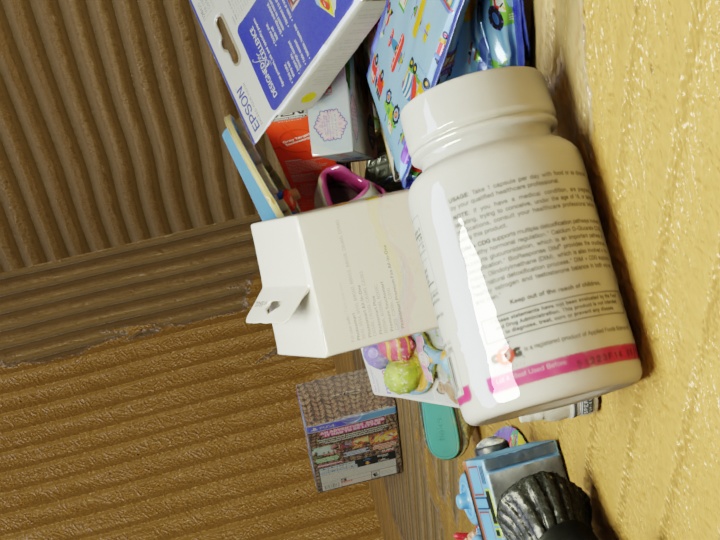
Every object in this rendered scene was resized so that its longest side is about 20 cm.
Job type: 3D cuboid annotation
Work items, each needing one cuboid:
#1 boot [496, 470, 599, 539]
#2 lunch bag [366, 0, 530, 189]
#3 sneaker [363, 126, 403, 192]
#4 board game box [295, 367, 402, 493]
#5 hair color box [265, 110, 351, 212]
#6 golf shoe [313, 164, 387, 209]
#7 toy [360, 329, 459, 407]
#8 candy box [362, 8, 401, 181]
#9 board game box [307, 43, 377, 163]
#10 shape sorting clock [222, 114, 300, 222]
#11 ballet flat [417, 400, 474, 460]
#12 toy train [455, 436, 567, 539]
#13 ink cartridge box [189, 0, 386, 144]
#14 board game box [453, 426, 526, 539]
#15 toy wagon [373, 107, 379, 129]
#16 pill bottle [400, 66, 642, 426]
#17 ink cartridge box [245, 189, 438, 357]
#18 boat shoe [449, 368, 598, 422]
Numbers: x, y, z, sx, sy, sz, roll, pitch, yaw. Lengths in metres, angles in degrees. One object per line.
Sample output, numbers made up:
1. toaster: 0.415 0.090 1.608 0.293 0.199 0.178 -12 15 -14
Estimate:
1. boot: 0.150 0.200 0.951 0.212 0.079 0.158 84 171 -54
2. lunch bag: 0.064 -0.183 0.961 0.151 0.094 0.201 -106 15 -49
3. sneaker: 0.039 -0.079 1.483 0.087 0.074 0.201 -101 3 -51
4. board game box: -0.018 0.279 2.415 0.201 0.159 0.097 84 171 -46
5. hair color box: -0.055 -0.154 1.409 0.200 0.061 0.102 67 -161 -60
6. golf shoe: 0.025 -0.032 1.366 0.200 0.075 0.092 35 154 25
7. toy: 0.046 0.090 1.429 0.200 0.047 0.116 0 107 52
8. candy box: 0.041 -0.192 1.219 0.200 0.061 0.137 85 172 -59
9. board game box: -0.022 -0.206 1.309 0.200 0.041 0.201 -25 -71 -82
10. shape sorting clock: -0.079 -0.069 1.372 0.201 0.039 0.200 63 -178 -5
11. ballet flat: 0.088 0.105 1.486 0.071 0.070 0.201 -121 21 -72
12. toy train: 0.139 0.236 1.142 0.114 0.086 0.201 138 119 -77
13. ink cartridge box: -0.069 -0.247 1.193 0.200 0.047 0.198 -47 60 46
14. board game box: 0.118 0.245 1.277 0.158 0.039 0.201 149 124 -75
15. toy wagon: 0.006 -0.247 1.567 0.200 0.039 0.156 -120 18 -74
16. pill bottle: 0.094 -0.015 0.846 0.113 0.113 0.201 106 151 -79
17. ink cartridge box: 0.000 0.000 1.233 0.128 0.199 0.126 -7 96 66
18. boat shoe: 0.105 0.055 1.029 0.202 0.086 0.075 -113 11 -59
